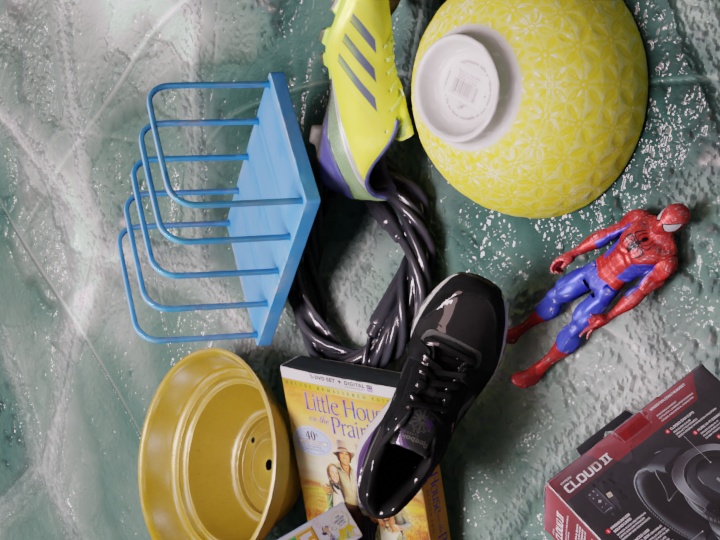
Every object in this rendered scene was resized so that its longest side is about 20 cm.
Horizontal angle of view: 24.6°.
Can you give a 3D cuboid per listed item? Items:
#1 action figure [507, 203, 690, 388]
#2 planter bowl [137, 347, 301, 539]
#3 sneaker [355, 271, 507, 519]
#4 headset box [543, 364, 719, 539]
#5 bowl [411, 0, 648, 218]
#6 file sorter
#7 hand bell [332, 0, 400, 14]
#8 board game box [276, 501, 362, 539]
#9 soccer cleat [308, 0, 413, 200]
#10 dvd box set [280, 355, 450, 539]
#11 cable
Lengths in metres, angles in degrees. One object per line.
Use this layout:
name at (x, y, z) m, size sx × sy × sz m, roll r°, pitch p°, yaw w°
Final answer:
action figure at (0.174, 0.013, 1.236) m, size 0.200 × 0.052 × 0.066 m, roll -44°, pitch 61°, yaw 34°
planter bowl at (-0.108, 0.171, 1.472) m, size 0.200 × 0.083 × 0.201 m, roll -10°, pitch 76°, yaw 47°
sneaker at (0.057, 0.101, 1.251) m, size 0.075 × 0.088 × 0.201 m, roll 22°, pitch 109°, yaw -3°
headset box at (0.231, 0.173, 1.124) m, size 0.200 × 0.149 × 0.077 m, roll 45°, pitch 160°, yaw 29°
bowl at (0.104, -0.137, 1.241) m, size 0.200 × 0.107 × 0.201 m, roll 5°, pitch 97°, yaw 42°
file sorter at (-0.126, -0.046, 1.383) m, size 0.200 × 0.122 × 0.139 m, roll 112°, pitch 148°, yaw -49°
hand bell at (0.076, -0.252, 1.264) m, size 0.199 × 0.104 × 0.105 m, roll -4°, pitch 92°, yaw 39°
board game box at (-0.094, 0.264, 1.402) m, size 0.034 × 0.134 × 0.200 m, roll 59°, pitch 149°, yaw 7°
soccer cleat at (0.010, -0.143, 1.289) m, size 0.083 × 0.065 × 0.201 m, roll 22°, pitch 130°, yaw 17°
dvd box set at (0.007, 0.176, 1.382) m, size 0.146 × 0.029 × 0.201 m, roll 8°, pitch 114°, yaw 41°
cable at (0.000, 0.000, 1.398) m, size 0.163 × 0.051 × 0.201 m, roll -11°, pitch 84°, yaw 37°
